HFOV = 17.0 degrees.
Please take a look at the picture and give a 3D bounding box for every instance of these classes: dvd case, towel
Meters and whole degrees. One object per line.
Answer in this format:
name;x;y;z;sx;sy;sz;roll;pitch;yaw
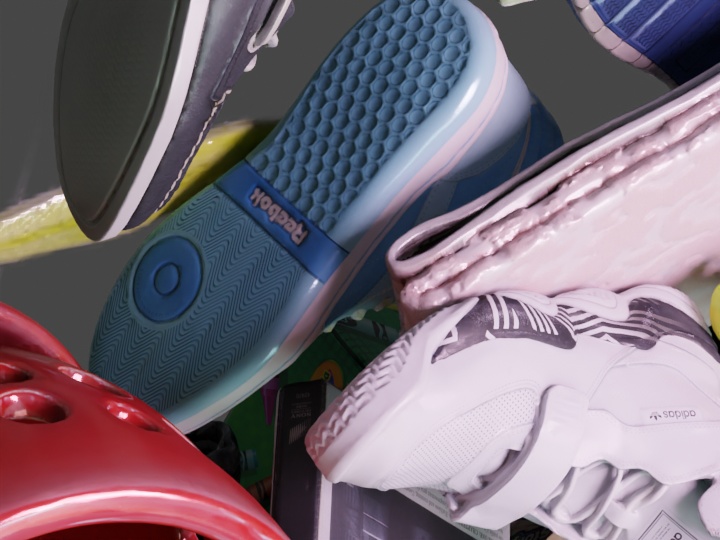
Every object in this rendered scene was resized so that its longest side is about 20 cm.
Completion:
dvd case;0.010;0.158;0.862;0.025;0.201;0.150;-10;154;27
towel;0.100;-0.006;0.893;0.199;0.032;0.191;-30;157;-8

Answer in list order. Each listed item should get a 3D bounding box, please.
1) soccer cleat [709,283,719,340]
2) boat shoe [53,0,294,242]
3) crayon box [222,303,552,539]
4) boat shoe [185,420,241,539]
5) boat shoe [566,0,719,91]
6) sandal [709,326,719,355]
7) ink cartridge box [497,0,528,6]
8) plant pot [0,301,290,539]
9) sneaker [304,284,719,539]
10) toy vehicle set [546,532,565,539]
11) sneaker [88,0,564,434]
soccer cleat;0.193;0.033;0.939;0.200;0.064;0.084;3;95;-58
boat shoe;-0.044;-0.094;0.739;0.060;0.076;0.201;-5;135;-34
crayon box;0.032;0.070;1.030;0.199;0.058;0.119;0;130;-46
boat shoe;-0.136;0.115;0.917;0.199;0.071;0.091;-13;114;-18
boat shoe;0.101;-0.113;0.864;0.072;0.072;0.200;-41;143;3
sandal;0.140;-0.028;1.011;0.080;0.057;0.202;15;102;-33
ink cartridge box;0.117;-0.173;0.719;0.199;0.048;0.146;-16;123;5
plant pot;-0.131;0.116;0.770;0.200;0.182;0.201;-14;119;-26
sneaker;0.077;0.069;0.822;0.199;0.115;0.075;-7;145;-47
toy vehicle set;0.139;0.111;1.057;0.200;0.027;0.124;-48;148;18
sneaker;0.000;0.000;0.895;0.200;0.080;0.130;-44;146;9
